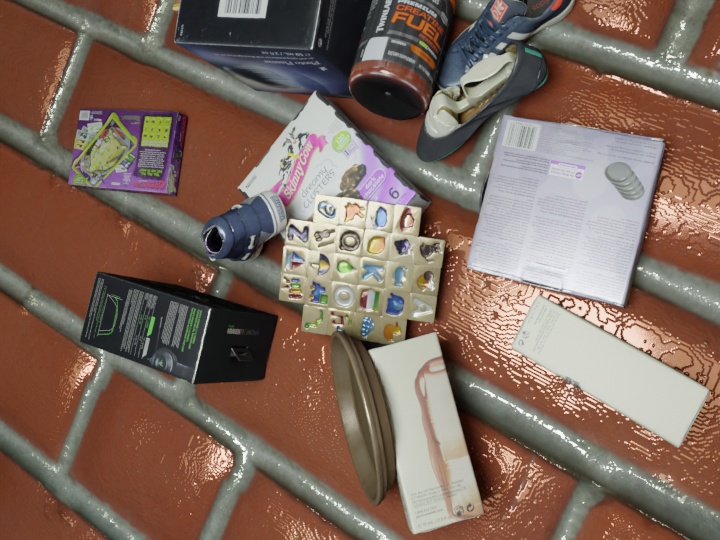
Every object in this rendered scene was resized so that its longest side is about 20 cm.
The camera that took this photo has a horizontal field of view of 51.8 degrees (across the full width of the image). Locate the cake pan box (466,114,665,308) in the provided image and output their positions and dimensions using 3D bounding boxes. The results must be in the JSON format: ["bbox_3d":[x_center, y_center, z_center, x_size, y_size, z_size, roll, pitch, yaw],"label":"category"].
[{"bbox_3d":[0.230,-0.071,0.856,0.195,0.052,0.190,13,88,23],"label":"cake pan box"}]

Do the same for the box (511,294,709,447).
[{"bbox_3d":[0.268,0.105,0.805,0.197,0.082,0.070,31,96,24],"label":"box"}]

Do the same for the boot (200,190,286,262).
[{"bbox_3d":[-0.168,-0.045,0.945,0.074,0.089,0.199,63,152,3],"label":"boot"}]

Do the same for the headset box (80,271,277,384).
[{"bbox_3d":[-0.225,0.077,0.967,0.195,0.173,0.095,14,89,22],"label":"headset box"}]

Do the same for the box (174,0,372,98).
[{"bbox_3d":[-0.092,-0.305,0.936,0.195,0.197,0.127,10,90,23],"label":"box"}]

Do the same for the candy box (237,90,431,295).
[{"bbox_3d":[-0.037,-0.097,0.959,0.168,0.071,0.200,-48,71,12],"label":"candy box"}]

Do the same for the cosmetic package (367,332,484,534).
[{"bbox_3d":[0.071,0.186,0.859,0.085,0.103,0.205,-14,80,-2],"label":"cosmetic package"}]

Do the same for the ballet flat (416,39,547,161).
[{"bbox_3d":[0.127,-0.203,0.878,0.198,0.072,0.075,-32,73,34],"label":"ballet flat"}]

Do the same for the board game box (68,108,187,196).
[{"bbox_3d":[-0.356,-0.182,1.129,0.195,0.032,0.124,8,83,24],"label":"board game box"}]

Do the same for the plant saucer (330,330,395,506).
[{"bbox_3d":[0.002,0.169,0.867,0.029,0.200,0.206,-11,78,-12],"label":"plant saucer"}]

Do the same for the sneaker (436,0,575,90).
[{"bbox_3d":[0.164,-0.295,0.888,0.199,0.084,0.076,-39,72,15],"label":"sneaker"}]

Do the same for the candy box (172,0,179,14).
[{"bbox_3d":[-0.195,-0.463,1.074,0.113,0.055,0.206,10,89,23],"label":"candy box"}]

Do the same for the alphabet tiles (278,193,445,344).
[{"bbox_3d":[0.000,0.000,0.899,0.194,0.006,0.172,8,99,6],"label":"alphabet tiles"}]

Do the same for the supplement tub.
[{"bbox_3d":[0.057,-0.298,0.911,0.104,0.107,0.205,9,74,23],"label":"supplement tub"}]
